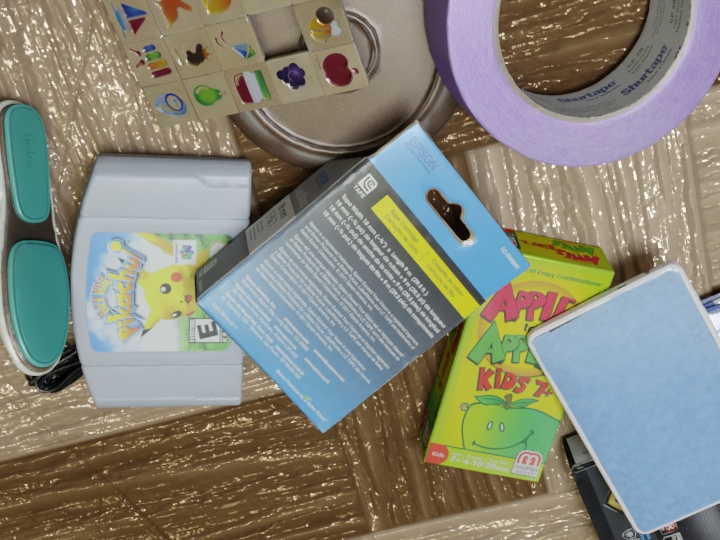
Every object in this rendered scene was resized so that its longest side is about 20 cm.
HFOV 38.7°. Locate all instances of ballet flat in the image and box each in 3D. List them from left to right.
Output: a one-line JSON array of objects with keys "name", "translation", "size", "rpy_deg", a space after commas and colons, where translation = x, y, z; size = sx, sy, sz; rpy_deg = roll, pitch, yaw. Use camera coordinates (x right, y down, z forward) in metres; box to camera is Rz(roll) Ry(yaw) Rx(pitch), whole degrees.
[{"name": "ballet flat", "translation": [-0.254, -0.021, 0.741], "size": [0.069, 0.069, 0.201], "rpy_deg": [-8, 83, 3]}]

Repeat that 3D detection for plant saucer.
[{"name": "plant saucer", "translation": [-0.015, -0.159, 0.728], "size": [0.199, 0.032, 0.201], "rpy_deg": [0, 115, 0]}]

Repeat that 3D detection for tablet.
[{"name": "tablet", "translation": [0.230, 0.103, 0.796], "size": [0.130, 0.014, 0.200], "rpy_deg": [-28, 104, 14]}]

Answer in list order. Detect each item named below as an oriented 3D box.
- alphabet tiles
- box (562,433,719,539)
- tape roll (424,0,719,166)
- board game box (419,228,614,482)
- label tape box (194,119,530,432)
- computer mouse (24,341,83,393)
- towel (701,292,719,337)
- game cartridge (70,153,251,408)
[{"name": "alphabet tiles", "translation": [-0.100, -0.196, 0.674], "size": [0.166, 0.008, 0.201], "rpy_deg": [-7, 123, 21]}, {"name": "box", "translation": [0.302, 0.199, 0.895], "size": [0.198, 0.050, 0.201], "rpy_deg": [-21, 115, 10]}, {"name": "tape roll", "translation": [0.146, -0.174, 0.686], "size": [0.199, 0.066, 0.201], "rpy_deg": [-4, 115, -9]}, {"name": "board game box", "translation": [0.122, 0.070, 0.830], "size": [0.101, 0.048, 0.201], "rpy_deg": [11, 115, -6]}, {"name": "label tape box", "translation": [0.000, 0.000, 0.753], "size": [0.200, 0.063, 0.144], "rpy_deg": [-39, 111, 6]}, {"name": "computer mouse", "translation": [-0.252, 0.005, 0.795], "size": [0.140, 0.046, 0.200], "rpy_deg": [-25, 113, 11]}, {"name": "towel", "translation": [0.364, 0.064, 0.811], "size": [0.199, 0.024, 0.147], "rpy_deg": [-22, 86, 9]}, {"name": "game cartridge", "translation": [-0.153, 0.012, 0.782], "size": [0.133, 0.040, 0.201], "rpy_deg": [1, 108, -9]}]
